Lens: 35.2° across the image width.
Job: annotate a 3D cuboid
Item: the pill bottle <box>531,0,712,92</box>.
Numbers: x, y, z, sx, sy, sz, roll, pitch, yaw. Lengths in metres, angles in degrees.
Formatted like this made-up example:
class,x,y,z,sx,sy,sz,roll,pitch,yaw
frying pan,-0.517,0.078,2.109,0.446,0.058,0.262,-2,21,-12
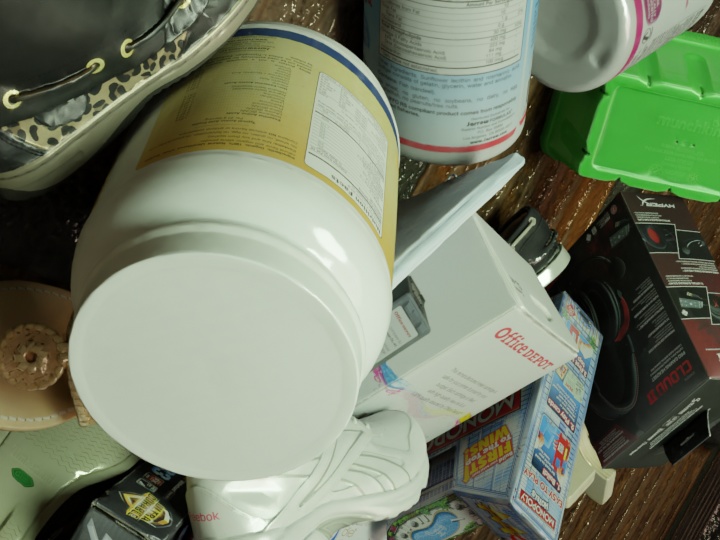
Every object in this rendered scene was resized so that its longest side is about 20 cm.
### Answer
class,x,y,z,sx,sy,sz,roll,pitch,yaw
pill bottle,0.205,-0.223,0.872,0.199,0.113,0.114,-34,142,-39

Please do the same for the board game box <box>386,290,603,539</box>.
class,x,y,z,sx,sy,sz,roll,pitch,yaw
board game box,0.096,0.140,0.898,0.062,0.199,0.201,45,31,-23

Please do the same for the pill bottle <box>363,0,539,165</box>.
class,x,y,z,sx,sy,sz,roll,pitch,yaw
pill bottle,0.055,-0.173,0.687,0.108,0.108,0.202,-36,142,-35

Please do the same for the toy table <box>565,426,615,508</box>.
class,x,y,z,sx,sy,sz,roll,pitch,yaw
toy table,0.239,0.169,1.265,0.200,0.117,0.185,-45,147,-23

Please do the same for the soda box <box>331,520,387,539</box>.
class,x,y,z,sx,sy,sz,roll,pitch,yaw
soda box,-0.040,0.193,0.901,0.064,0.068,0.200,-60,151,1

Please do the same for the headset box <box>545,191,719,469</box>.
class,x,y,z,sx,sy,sz,roll,pitch,yaw
headset box,0.239,0.059,0.946,0.074,0.202,0.149,2,144,-29

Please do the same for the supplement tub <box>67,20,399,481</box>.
class,x,y,z,sx,sy,sz,roll,pitch,yaw
supplement tub,-0.054,-0.015,0.541,0.201,0.142,0.146,-84,180,-54

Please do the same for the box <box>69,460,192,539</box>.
class,x,y,z,sx,sy,sz,roll,pitch,yaw
box,-0.155,0.204,0.669,0.201,0.049,0.198,-60,177,5

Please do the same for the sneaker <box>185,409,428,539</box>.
class,x,y,z,sx,sy,sz,roll,pitch,yaw
sneaker,-0.025,0.105,0.662,0.199,0.077,0.101,-20,101,-55

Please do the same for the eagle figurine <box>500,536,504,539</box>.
class,x,y,z,sx,sy,sz,roll,pitch,yaw
eagle figurine,0.133,0.134,1.051,0.151,0.151,0.201,40,71,-20

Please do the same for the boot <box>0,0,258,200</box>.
class,x,y,z,sx,sy,sz,roll,pitch,yaw
boot,-0.122,-0.143,0.483,0.200,0.073,0.151,-47,148,-13

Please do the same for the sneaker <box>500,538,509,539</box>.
class,x,y,z,sx,sy,sz,roll,pitch,yaw
sneaker,0.094,0.322,0.989,0.082,0.070,0.201,37,79,-44

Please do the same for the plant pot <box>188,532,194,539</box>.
class,x,y,z,sx,sy,sz,roll,pitch,yaw
plant pot,-0.060,0.267,0.706,0.202,0.181,0.200,-58,176,-6

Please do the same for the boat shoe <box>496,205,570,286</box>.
class,x,y,z,sx,sy,sz,roll,pitch,yaw
boat shoe,0.088,0.024,0.959,0.199,0.074,0.061,-38,102,-8

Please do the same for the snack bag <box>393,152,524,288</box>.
class,x,y,z,sx,sy,sz,roll,pitch,yaw
snack bag,0.000,0.000,0.713,0.188,0.199,0.022,-42,101,-30

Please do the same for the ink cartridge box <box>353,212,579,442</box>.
class,x,y,z,sx,sy,sz,roll,pitch,yaw
ink cartridge box,0.035,0.061,0.800,0.199,0.086,0.147,-33,153,14

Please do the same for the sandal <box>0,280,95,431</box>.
class,x,y,z,sx,sy,sz,roll,pitch,yaw
sandal,-0.124,0.043,0.595,0.211,0.069,0.079,16,62,-52

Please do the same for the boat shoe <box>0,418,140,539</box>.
class,x,y,z,sx,sy,sz,roll,pitch,yaw
boat shoe,-0.180,0.111,0.636,0.200,0.072,0.068,-46,-175,-37

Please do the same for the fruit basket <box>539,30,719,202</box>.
class,x,y,z,sx,sy,sz,roll,pitch,yaw
fruit basket,0.264,-0.139,0.999,0.215,0.214,0.157,-22,134,-47
